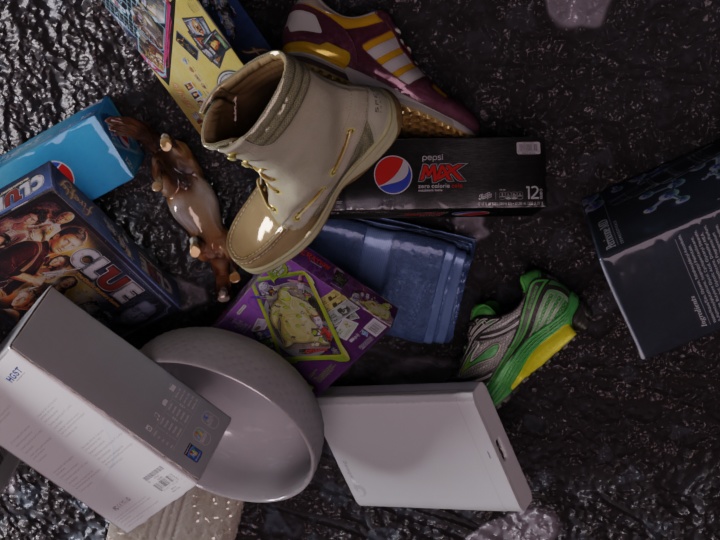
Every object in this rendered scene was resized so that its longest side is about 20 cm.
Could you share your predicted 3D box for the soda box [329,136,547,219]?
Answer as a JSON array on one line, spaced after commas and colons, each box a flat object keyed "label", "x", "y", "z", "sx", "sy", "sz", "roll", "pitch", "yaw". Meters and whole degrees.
[{"label": "soda box", "x": 0.061, "y": -0.080, "z": 1.218, "sx": 0.198, "sy": 0.071, "sz": 0.064, "roll": -1, "pitch": 86, "yaw": -4}]

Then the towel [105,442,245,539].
[{"label": "towel", "x": -0.186, "y": 0.251, "z": 1.406, "sx": 0.131, "sy": 0.035, "sz": 0.201, "roll": 15, "pitch": 111, "yaw": -5}]

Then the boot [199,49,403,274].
[{"label": "boot", "x": -0.077, "y": -0.085, "z": 1.111, "sx": 0.200, "sy": 0.072, "sz": 0.154, "roll": -46, "pitch": 148, "yaw": 22}]

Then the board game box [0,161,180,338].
[{"label": "board game box", "x": -0.272, "y": 0.001, "z": 1.247, "sx": 0.135, "sy": 0.035, "sz": 0.200, "roll": -28, "pitch": 138, "yaw": 13}]

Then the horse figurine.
[{"label": "horse figurine", "x": -0.154, "y": -0.059, "z": 1.239, "sx": 0.050, "sy": 0.133, "sz": 0.201, "roll": -29, "pitch": 99, "yaw": 0}]

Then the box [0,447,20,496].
[{"label": "box", "x": -0.425, "y": 0.142, "z": 1.279, "sx": 0.130, "sy": 0.199, "sz": 0.201, "roll": -22, "pitch": 110, "yaw": 12}]

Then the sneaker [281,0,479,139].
[{"label": "sneaker", "x": 0.026, "y": -0.176, "z": 1.197, "sx": 0.199, "sy": 0.075, "sz": 0.091, "roll": 22, "pitch": 73, "yaw": -28}]

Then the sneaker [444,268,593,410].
[{"label": "sneaker", "x": 0.122, "y": 0.077, "z": 1.306, "sx": 0.085, "sy": 0.078, "sz": 0.200, "roll": 46, "pitch": 106, "yaw": 1}]

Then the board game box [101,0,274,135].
[{"label": "board game box", "x": -0.145, "y": -0.204, "z": 1.169, "sx": 0.135, "sy": 0.035, "sz": 0.201, "roll": -8, "pitch": 123, "yaw": 55}]

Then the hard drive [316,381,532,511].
[{"label": "hard drive", "x": 0.054, "y": 0.167, "z": 1.307, "sx": 0.199, "sy": 0.026, "sz": 0.133, "roll": -6, "pitch": 117, "yaw": 41}]

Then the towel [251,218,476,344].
[{"label": "towel", "x": 0.000, "y": 0.000, "z": 1.284, "sx": 0.198, "sy": 0.049, "sz": 0.112, "roll": 12, "pitch": 115, "yaw": -3}]

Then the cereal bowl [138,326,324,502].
[{"label": "cereal bowl", "x": -0.122, "y": 0.123, "z": 1.287, "sx": 0.199, "sy": 0.084, "sz": 0.201, "roll": 15, "pitch": 137, "yaw": 14}]

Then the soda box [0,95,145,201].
[{"label": "soda box", "x": -0.299, "y": -0.076, "z": 1.257, "sx": 0.199, "sy": 0.064, "sz": 0.068, "roll": -27, "pitch": 110, "yaw": 13}]

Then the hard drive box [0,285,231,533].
[{"label": "hard drive box", "x": -0.240, "y": 0.129, "z": 1.234, "sx": 0.200, "sy": 0.077, "sz": 0.156, "roll": 38, "pitch": 138, "yaw": -13}]

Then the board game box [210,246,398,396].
[{"label": "board game box", "x": -0.064, "y": 0.057, "z": 1.273, "sx": 0.120, "sy": 0.032, "sz": 0.200, "roll": 31, "pitch": 139, "yaw": -13}]

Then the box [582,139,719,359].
[{"label": "box", "x": 0.308, "y": -0.032, "z": 1.204, "sx": 0.199, "sy": 0.149, "sz": 0.108, "roll": -24, "pitch": 109, "yaw": 11}]
